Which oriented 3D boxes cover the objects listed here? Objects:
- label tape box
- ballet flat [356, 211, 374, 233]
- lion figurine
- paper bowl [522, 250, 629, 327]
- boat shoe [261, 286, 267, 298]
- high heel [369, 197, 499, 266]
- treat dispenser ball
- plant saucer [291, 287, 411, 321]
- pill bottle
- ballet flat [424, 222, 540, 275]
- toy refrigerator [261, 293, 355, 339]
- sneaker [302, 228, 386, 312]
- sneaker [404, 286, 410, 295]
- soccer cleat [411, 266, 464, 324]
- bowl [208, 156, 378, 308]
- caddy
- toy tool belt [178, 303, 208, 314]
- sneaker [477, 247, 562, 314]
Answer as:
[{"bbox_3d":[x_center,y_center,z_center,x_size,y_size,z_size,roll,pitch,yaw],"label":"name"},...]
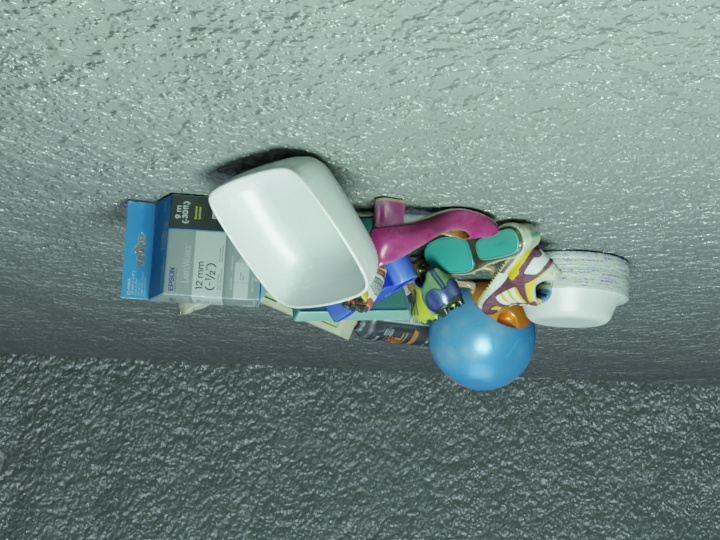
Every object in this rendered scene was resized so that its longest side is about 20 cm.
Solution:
[{"bbox_3d":[-0.236,-0.029,1.514,0.198,0.145,0.066,4,169,-7],"label":"label tape box"},{"bbox_3d":[-0.037,-0.060,1.542,0.198,0.070,0.069,3,169,-4],"label":"ballet flat"},{"bbox_3d":[0.143,-0.010,1.753,0.121,0.073,0.200,12,153,-9],"label":"lion figurine"},{"bbox_3d":[0.349,0.036,1.805,0.198,0.105,0.201,3,170,1],"label":"paper bowl"},{"bbox_3d":[-0.236,-0.013,1.647,0.090,0.071,0.200,-10,138,41],"label":"boat shoe"},{"bbox_3d":[0.104,-0.040,1.496,0.198,0.097,0.067,9,167,-28],"label":"high heel"},{"bbox_3d":[0.226,0.122,2.004,0.199,0.203,0.201,3,169,1],"label":"treat dispenser ball"},{"bbox_3d":[-0.015,0.051,1.765,0.198,0.070,0.019,-1,136,-13],"label":"plant saucer"},{"bbox_3d":[0.054,0.088,2.126,0.198,0.107,0.106,8,168,-23],"label":"pill bottle"},{"bbox_3d":[0.184,-0.033,1.609,0.062,0.068,0.199,-15,-174,-43],"label":"ballet flat"},{"bbox_3d":[-0.102,0.044,1.852,0.199,0.076,0.070,22,175,18],"label":"toy refrigerator"},{"bbox_3d":[-0.040,-0.037,1.478,0.078,0.082,0.200,-6,129,52],"label":"sneaker"},{"bbox_3d":[0.036,0.005,1.866,0.099,0.075,0.200,-26,157,15],"label":"sneaker"},{"bbox_3d":[0.113,0.035,1.702,0.064,0.084,0.200,-31,177,-11],"label":"soccer cleat"},{"bbox_3d":[-0.075,-0.054,1.353,0.199,0.075,0.201,-12,117,46],"label":"bowl"},{"bbox_3d":[0.000,0.000,1.672,0.141,0.106,0.200,-27,176,-22],"label":"caddy"},{"bbox_3d":[-0.279,0.000,1.818,0.124,0.124,0.200,-22,-177,-12],"label":"toy tool belt"},{"bbox_3d":[0.251,0.033,1.705,0.090,0.075,0.200,37,153,9],"label":"sneaker"}]
